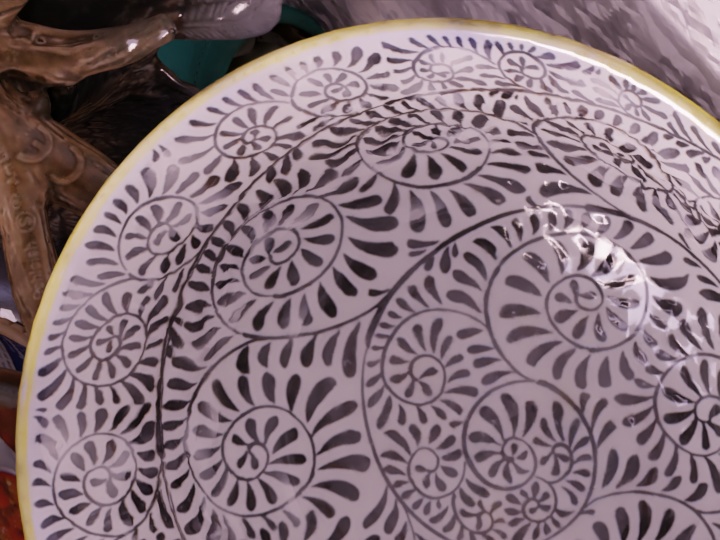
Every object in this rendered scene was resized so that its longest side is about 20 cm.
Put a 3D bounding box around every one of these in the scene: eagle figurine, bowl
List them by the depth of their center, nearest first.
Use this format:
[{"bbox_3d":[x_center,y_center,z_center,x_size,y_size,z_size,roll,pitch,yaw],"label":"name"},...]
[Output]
[{"bbox_3d":[0.028,0.040,0.675,0.201,0.201,0.094,52,-165,5],"label":"bowl"},{"bbox_3d":[-0.096,-0.052,0.784,0.151,0.152,0.200,11,-178,2],"label":"eagle figurine"}]

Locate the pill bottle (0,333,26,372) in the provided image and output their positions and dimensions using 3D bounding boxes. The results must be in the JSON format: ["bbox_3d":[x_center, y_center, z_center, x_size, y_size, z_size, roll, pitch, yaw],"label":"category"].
[{"bbox_3d":[-0.161,0.043,0.744,0.200,0.112,0.112,34,-176,-43],"label":"pill bottle"}]

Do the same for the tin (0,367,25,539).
[{"bbox_3d":[-0.063,0.115,0.676,0.112,0.042,0.200,-16,-110,-57],"label":"tin"}]

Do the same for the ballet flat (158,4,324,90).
[{"bbox_3d":[0.000,0.000,0.859,0.200,0.067,0.070,56,158,-19],"label":"ballet flat"}]

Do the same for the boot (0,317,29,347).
[{"bbox_3d":[-0.100,0.124,0.869,0.200,0.166,0.072,41,-177,34],"label":"boot"}]

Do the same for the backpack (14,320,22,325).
[{"bbox_3d":[-0.074,0.108,1.008,0.200,0.154,0.191,-50,51,53],"label":"backpack"}]
